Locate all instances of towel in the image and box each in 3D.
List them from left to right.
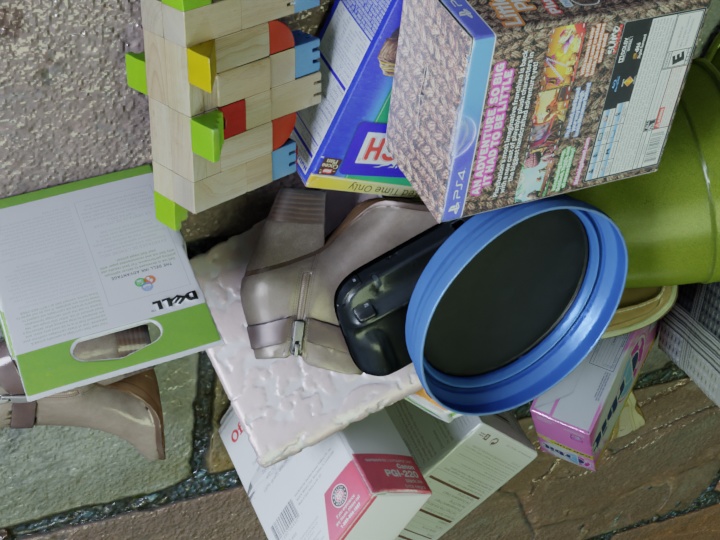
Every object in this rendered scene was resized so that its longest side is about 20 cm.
[{"bbox_3d":[-0.037,0.039,1.118,0.199,0.192,0.032,-27,175,-3],"label":"towel"},{"bbox_3d":[0.347,0.018,1.261,0.034,0.200,0.195,9,104,-7],"label":"towel"}]

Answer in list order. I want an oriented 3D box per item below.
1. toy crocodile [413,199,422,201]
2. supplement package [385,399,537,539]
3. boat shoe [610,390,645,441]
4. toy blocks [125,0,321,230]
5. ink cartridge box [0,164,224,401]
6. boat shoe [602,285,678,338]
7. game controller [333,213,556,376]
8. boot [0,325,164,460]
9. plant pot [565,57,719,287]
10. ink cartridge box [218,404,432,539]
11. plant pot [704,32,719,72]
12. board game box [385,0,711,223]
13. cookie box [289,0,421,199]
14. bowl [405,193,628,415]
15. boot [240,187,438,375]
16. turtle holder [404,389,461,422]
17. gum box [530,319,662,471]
[{"bbox_3d":[0.000,0.000,1.177,0.200,0.068,0.062,-42,175,13],"label":"toy crocodile"},{"bbox_3d":[0.062,0.197,1.376,0.200,0.117,0.117,-42,139,16],"label":"supplement package"},{"bbox_3d":[0.267,0.144,1.477,0.069,0.074,0.200,-37,141,1],"label":"boat shoe"},{"bbox_3d":[-0.087,-0.139,0.962,0.136,0.100,0.202,-26,130,-38],"label":"toy blocks"},{"bbox_3d":[-0.196,0.025,0.980,0.146,0.201,0.076,-15,139,-15],"label":"ink cartridge box"},{"bbox_3d":[0.202,0.023,1.258,0.198,0.072,0.076,-13,143,33],"label":"boat shoe"},{"bbox_3d":[0.073,0.008,1.057,0.199,0.042,0.105,-29,135,-13],"label":"game controller"},{"bbox_3d":[-0.249,0.112,1.143,0.145,0.071,0.201,-11,136,-11],"label":"boot"},{"bbox_3d":[0.227,-0.068,1.162,0.191,0.202,0.201,-13,139,0],"label":"plant pot"},{"bbox_3d":[-0.039,0.177,1.231,0.084,0.201,0.146,7,129,-42],"label":"ink cartridge box"},{"bbox_3d":[0.438,-0.139,1.179,0.198,0.194,0.202,-16,138,-15],"label":"plant pot"},{"bbox_3d":[0.132,-0.144,0.962,0.198,0.097,0.160,-14,137,-22],"label":"board game box"},{"bbox_3d":[0.051,-0.156,1.035,0.170,0.076,0.201,3,131,-34],"label":"cookie box"},{"bbox_3d":[0.123,0.025,1.047,0.199,0.039,0.202,-20,133,-23],"label":"bowl"},{"bbox_3d":[0.001,0.012,1.079,0.198,0.070,0.148,5,90,0],"label":"boot"},{"bbox_3d":[0.072,0.061,1.219,0.140,0.185,0.133,33,83,-36],"label":"turtle holder"},{"bbox_3d":[0.246,0.087,1.329,0.201,0.066,0.114,-61,156,-18],"label":"gum box"}]
